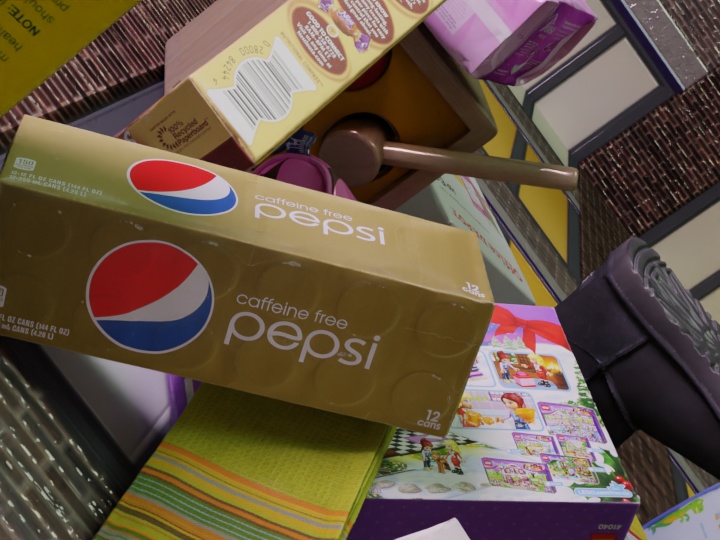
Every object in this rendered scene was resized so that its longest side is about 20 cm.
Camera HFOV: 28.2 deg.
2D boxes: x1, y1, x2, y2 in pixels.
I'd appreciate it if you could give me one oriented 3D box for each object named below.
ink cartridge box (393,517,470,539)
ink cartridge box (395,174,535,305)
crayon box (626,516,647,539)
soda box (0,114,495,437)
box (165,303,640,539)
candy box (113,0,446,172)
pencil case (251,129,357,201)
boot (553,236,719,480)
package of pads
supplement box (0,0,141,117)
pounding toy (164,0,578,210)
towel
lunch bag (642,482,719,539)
[{"bbox_3d":[0.015,0.195,0.413,0.201,0.146,0.084,58,15,11],"label":"ink cartridge box"},{"bbox_3d":[0.043,-0.050,1.131,0.144,0.084,0.201,38,24,-47],"label":"ink cartridge box"},{"bbox_3d":[0.141,0.156,0.959,0.127,0.051,0.201,41,21,-43],"label":"crayon box"},{"bbox_3d":[-0.050,0.003,0.581,0.198,0.068,0.064,14,27,-11],"label":"soda box"},{"bbox_3d":[0.013,0.068,0.657,0.198,0.039,0.137,4,37,-16],"label":"box"},{"bbox_3d":[-0.042,-0.106,0.757,0.057,0.116,0.200,51,51,-10],"label":"candy box"},{"bbox_3d":[-0.001,0.002,0.898,0.093,0.091,0.200,18,-17,43],"label":"pencil case"},{"bbox_3d":[0.122,0.103,0.776,0.165,0.200,0.066,53,28,7],"label":"boot"},{"bbox_3d":[0.050,-0.207,0.880,0.201,0.076,0.120,52,21,13],"label":"package of pads"},{"bbox_3d":[-0.147,-0.112,0.462,0.110,0.199,0.109,44,18,-32],"label":"supplement box"},{"bbox_3d":[0.005,-0.104,0.937,0.200,0.183,0.143,46,17,-29],"label":"pounding toy"},{"bbox_3d":[-0.034,0.069,0.589,0.085,0.018,0.200,21,36,6],"label":"towel"},{"bbox_3d":[0.264,0.256,1.013,0.082,0.160,0.201,44,18,-32],"label":"lunch bag"}]
